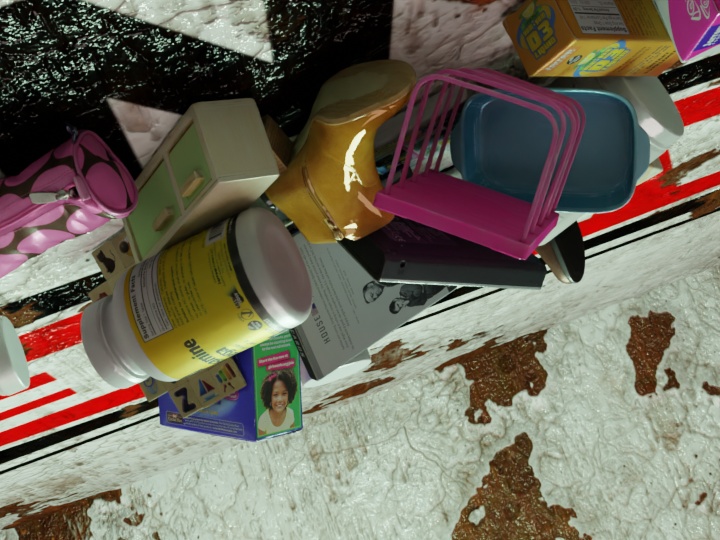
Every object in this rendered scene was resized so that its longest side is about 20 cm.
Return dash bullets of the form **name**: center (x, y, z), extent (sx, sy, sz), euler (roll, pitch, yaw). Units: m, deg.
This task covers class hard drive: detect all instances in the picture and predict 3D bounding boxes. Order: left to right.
- **hard drive**: center (0.074, -0.028, 1.173), extent (0.197, 0.140, 0.033), euler (3, 115, -31)

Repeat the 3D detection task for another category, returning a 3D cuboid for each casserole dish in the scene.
- **casserole dish**: center (0.187, -0.122, 1.143), extent (0.196, 0.123, 0.039), euler (4, -159, 21)

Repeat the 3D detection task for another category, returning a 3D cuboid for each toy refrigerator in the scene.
- **toy refrigerator**: center (-0.155, -0.073, 1.056), extent (0.069, 0.077, 0.200), euler (-11, 164, -35)

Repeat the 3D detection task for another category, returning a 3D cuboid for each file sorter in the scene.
- **file sorter**: center (0.117, -0.107, 1.038), extent (0.137, 0.128, 0.200), euler (20, -165, 13)

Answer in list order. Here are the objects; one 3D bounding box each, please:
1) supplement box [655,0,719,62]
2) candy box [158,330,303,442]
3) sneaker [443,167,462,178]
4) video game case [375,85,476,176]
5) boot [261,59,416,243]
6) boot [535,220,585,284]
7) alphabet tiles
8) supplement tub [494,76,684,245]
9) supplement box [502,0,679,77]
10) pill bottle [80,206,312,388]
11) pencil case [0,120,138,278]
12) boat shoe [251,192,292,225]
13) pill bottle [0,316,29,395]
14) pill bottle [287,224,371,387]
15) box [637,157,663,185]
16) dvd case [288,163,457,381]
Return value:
- **supplement box**: center (0.361, -0.271, 1.004), extent (0.197, 0.105, 0.101), euler (-18, 167, -6)
- **candy box**: center (-0.147, 0.070, 1.255), extent (0.167, 0.204, 0.076), euler (2, -172, 42)
- **sneaker**: center (0.077, -0.067, 1.361), extent (0.199, 0.075, 0.115), euler (-29, -179, -37)
- **video game case**: center (0.053, -0.131, 1.256), extent (0.198, 0.024, 0.182), euler (-25, 166, 19)
- **boot**: center (-0.002, -0.100, 1.049), extent (0.199, 0.072, 0.144), euler (-18, 130, 32)
- **boot**: center (0.167, -0.035, 1.450), extent (0.199, 0.190, 0.068), euler (-34, 178, 40)
- **alphabet tiles**: center (-0.200, 0.049, 1.206), extent (0.165, 0.202, 0.006), euler (-29, -179, 33)
- **supplement tub**: center (0.223, -0.132, 1.221), extent (0.199, 0.133, 0.131), euler (-40, 159, 28)
- **supplement box**: center (0.225, -0.221, 1.072), extent (0.198, 0.070, 0.066), euler (-7, 159, -39)
- **pill bottle**: center (-0.152, 0.032, 1.059), extent (0.198, 0.114, 0.112), euler (-25, 166, 18)
- **pencil case**: center (-0.286, -0.041, 0.959), extent (0.198, 0.091, 0.094), euler (-27, -160, 18)
- **boat shoe**: center (-0.079, -0.076, 1.156), extent (0.060, 0.077, 0.199), euler (-15, 166, -46)
- **pill bottle**: center (-0.468, 0.122, 1.262), extent (0.197, 0.114, 0.112), euler (-19, 167, -6)
- **pill bottle**: center (-0.058, 0.021, 1.294), extent (0.110, 0.203, 0.112), euler (-19, 167, -5)
- **box**: center (0.292, -0.146, 1.438), extent (0.094, 0.079, 0.199), euler (-29, 164, 31)
- **dvd case**: center (0.000, 0.000, 1.225), extent (0.198, 0.152, 0.025), euler (-31, -161, -25)
